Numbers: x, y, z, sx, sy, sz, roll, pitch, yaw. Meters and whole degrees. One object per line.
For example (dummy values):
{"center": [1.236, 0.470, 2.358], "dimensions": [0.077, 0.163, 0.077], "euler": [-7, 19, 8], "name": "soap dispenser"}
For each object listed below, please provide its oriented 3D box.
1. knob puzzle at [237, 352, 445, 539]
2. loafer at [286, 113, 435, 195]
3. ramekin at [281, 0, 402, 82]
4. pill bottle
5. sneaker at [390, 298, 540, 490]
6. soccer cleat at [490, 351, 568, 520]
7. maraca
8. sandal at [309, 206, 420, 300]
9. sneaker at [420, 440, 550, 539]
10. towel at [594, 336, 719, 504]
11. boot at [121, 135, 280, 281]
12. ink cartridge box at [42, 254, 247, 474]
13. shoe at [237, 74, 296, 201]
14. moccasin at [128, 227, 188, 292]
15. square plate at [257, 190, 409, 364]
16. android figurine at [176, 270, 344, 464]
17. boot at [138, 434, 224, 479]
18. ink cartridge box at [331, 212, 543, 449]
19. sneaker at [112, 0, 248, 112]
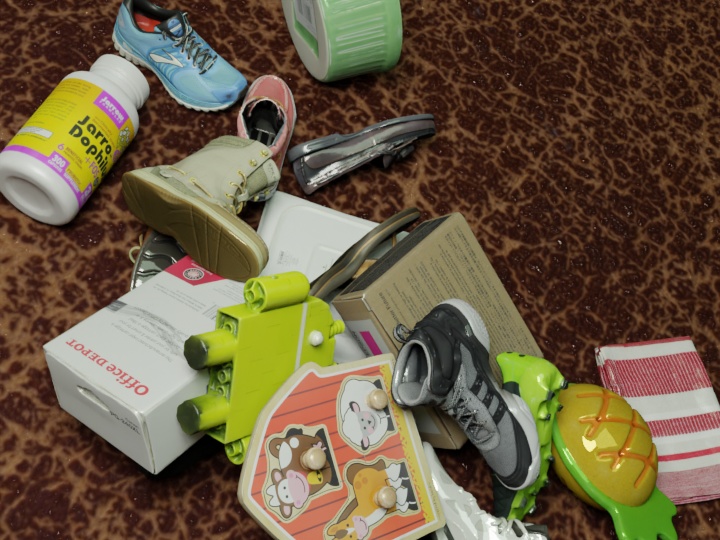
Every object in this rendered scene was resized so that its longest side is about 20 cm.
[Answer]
{"center": [-0.020, 0.180, 0.860], "dimensions": [0.218, 0.030, 0.222], "euler": [10, 69, -29], "name": "knob puzzle"}
{"center": [0.007, -0.146, 1.179], "dimensions": [0.198, 0.072, 0.064], "euler": [-16, 85, -15], "name": "loafer"}
{"center": [-0.032, -0.342, 1.199], "dimensions": [0.097, 0.200, 0.201], "euler": [-20, 67, -15], "name": "ramekin"}
{"center": [-0.324, -0.156, 1.070], "dimensions": [0.104, 0.104, 0.201], "euler": [26, 58, 1], "name": "pill bottle"}
{"center": [0.095, 0.132, 0.908], "dimensions": [0.113, 0.075, 0.201], "euler": [-16, 77, -44], "name": "sneaker"}
{"center": [0.161, 0.179, 0.978], "dimensions": [0.081, 0.202, 0.067], "euler": [23, 26, 36], "name": "soccer cleat"}
{"center": [0.272, 0.210, 1.007], "dimensions": [0.136, 0.107, 0.201], "euler": [-10, 62, -42], "name": "maraca"}
{"center": [0.000, 0.000, 1.048], "dimensions": [0.055, 0.082, 0.200], "euler": [49, 59, -3], "name": "sandal"}
{"center": [0.125, 0.257, 0.950], "dimensions": [0.114, 0.076, 0.202], "euler": [-21, 76, -4], "name": "sneaker"}
{"center": [0.369, 0.175, 1.105], "dimensions": [0.143, 0.023, 0.202], "euler": [-4, 62, -17], "name": "towel"}
{"center": [-0.136, -0.075, 0.994], "dimensions": [0.199, 0.073, 0.154], "euler": [31, 43, 28], "name": "boot"}
{"center": [-0.182, 0.083, 0.910], "dimensions": [0.145, 0.084, 0.200], "euler": [25, 44, 30], "name": "ink cartridge box"}
{"center": [-0.114, -0.188, 1.143], "dimensions": [0.071, 0.091, 0.201], "euler": [10, 54, -7], "name": "shoe"}
{"center": [-0.215, -0.030, 1.050], "dimensions": [0.073, 0.078, 0.203], "euler": [21, 53, -19], "name": "moccasin"}
{"center": [-0.038, 0.007, 1.094], "dimensions": [0.196, 0.029, 0.201], "euler": [18, 58, -4], "name": "square plate"}
{"center": [-0.086, 0.089, 0.882], "dimensions": [0.041, 0.184, 0.199], "euler": [19, 16, 36], "name": "android figurine"}
{"center": [-0.106, 0.175, 0.956], "dimensions": [0.162, 0.074, 0.198], "euler": [36, 54, 10], "name": "boot"}
{"center": [0.088, 0.065, 1.019], "dimensions": [0.164, 0.075, 0.201], "euler": [-39, 105, -28], "name": "ink cartridge box"}
{"center": [-0.229, -0.275, 1.169], "dimensions": [0.199, 0.090, 0.079], "euler": [32, 58, 5], "name": "sneaker"}
